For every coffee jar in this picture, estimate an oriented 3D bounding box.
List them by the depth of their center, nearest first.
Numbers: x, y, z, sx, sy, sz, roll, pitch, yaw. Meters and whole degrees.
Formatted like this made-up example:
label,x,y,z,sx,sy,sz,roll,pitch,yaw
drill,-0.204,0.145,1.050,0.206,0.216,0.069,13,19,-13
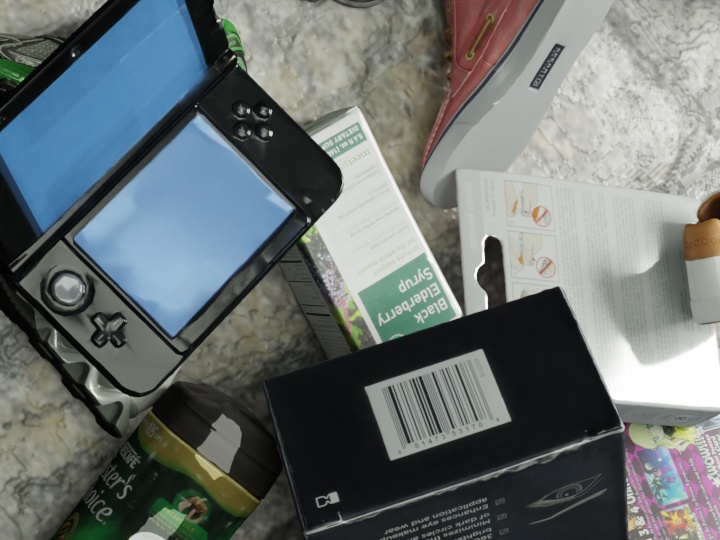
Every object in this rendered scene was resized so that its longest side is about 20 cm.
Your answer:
label,x,y,z,sx,sy,sz,roll,pitch,yaw
coffee jar,-0.135,0.163,1.184,0.085,0.104,0.200,40,84,-15

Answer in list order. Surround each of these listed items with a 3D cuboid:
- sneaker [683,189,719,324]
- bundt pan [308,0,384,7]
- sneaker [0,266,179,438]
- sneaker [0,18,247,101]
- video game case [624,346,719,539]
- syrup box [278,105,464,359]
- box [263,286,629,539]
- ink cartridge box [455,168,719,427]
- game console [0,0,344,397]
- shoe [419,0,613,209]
label,x,y,z,sx,sy,sz,roll,pitch,yaw
sneaker,0.285,-0.022,1.340,0.200,0.072,0.085,-17,93,-58
bundt pan,0.004,-0.282,1.270,0.200,0.076,0.204,1,89,-21
sneaker,-0.185,0.004,1.198,0.088,0.074,0.200,-44,114,-16
sneaker,-0.165,-0.131,1.211,0.199,0.078,0.086,3,82,-30
video game case,0.249,0.157,1.340,0.180,0.036,0.201,-13,69,-22
syrup box,0.000,0.000,1.262,0.078,0.081,0.201,-30,99,-17
box,0.058,0.136,1.187,0.195,0.201,0.118,-17,52,-4
ink cartridge box,0.151,0.020,1.310,0.199,0.047,0.161,6,68,-22
game console,-0.118,-0.056,1.119,0.176,0.116,0.200,45,72,-3
shoe,0.087,-0.145,1.308,0.071,0.091,0.201,15,113,-54
